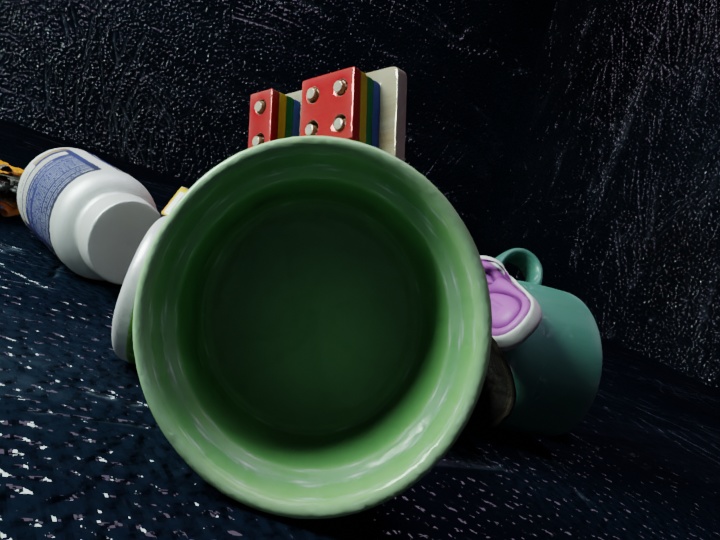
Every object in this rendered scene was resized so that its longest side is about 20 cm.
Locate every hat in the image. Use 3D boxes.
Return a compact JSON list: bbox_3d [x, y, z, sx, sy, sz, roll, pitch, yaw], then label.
[{"bbox_3d":[0.042,0.087,0.628,0.199,0.080,0.203,39,-30,27],"label":"hat"}]

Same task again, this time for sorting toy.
[{"bbox_3d":[-0.053,-0.101,0.719,0.196,0.206,0.069,-2,-8,37],"label":"sorting toy"}]

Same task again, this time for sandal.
[{"bbox_3d":[0.111,0.015,0.685,0.050,0.082,0.202,49,-8,-23],"label":"sandal"}]

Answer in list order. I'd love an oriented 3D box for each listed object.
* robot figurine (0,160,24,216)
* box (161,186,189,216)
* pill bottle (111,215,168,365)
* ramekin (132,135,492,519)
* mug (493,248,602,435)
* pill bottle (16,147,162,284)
[{"bbox_3d":[-0.465,-0.104,0.796,0.142,0.060,0.200,22,6,12],"label":"robot figurine"},{"bbox_3d":[-0.119,0.007,0.727,0.117,0.042,0.202,23,-28,27],"label":"box"},{"bbox_3d":[-0.073,0.045,0.518,0.195,0.114,0.111,20,5,-2],"label":"pill bottle"},{"bbox_3d":[-0.027,0.031,0.415,0.195,0.205,0.098,19,-2,-5],"label":"ramekin"},{"bbox_3d":[0.157,0.080,0.737,0.111,0.155,0.187,11,29,-23],"label":"mug"},{"bbox_3d":[-0.281,-0.057,0.726,0.109,0.114,0.198,14,8,-44],"label":"pill bottle"}]
